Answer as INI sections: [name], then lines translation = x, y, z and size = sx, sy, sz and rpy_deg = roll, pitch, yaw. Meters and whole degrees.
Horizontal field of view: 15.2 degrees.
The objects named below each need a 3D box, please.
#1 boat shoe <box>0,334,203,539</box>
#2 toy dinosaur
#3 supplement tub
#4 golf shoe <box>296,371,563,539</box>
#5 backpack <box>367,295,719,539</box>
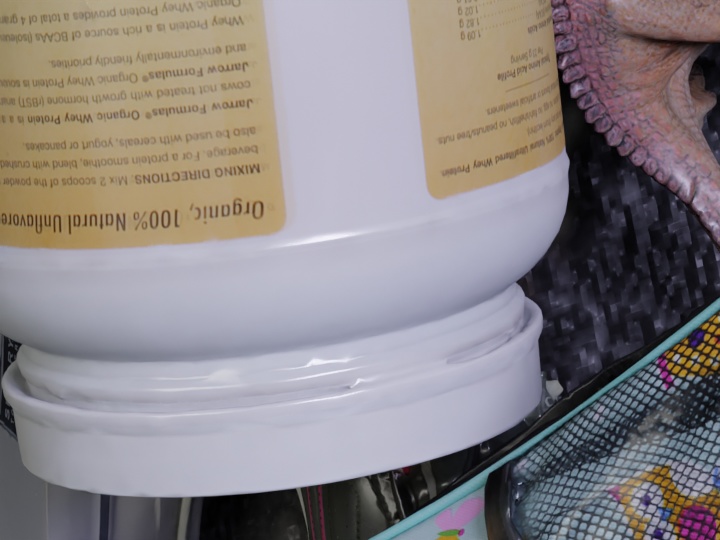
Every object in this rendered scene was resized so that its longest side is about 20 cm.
[boat shoe]
translation = -0.062, 0.006, 0.736
size = 0.072, 0.065, 0.201
rpy_deg = 34, 125, 52
[toy dinosaur]
translation = 0.075, -0.097, 0.651
size = 0.085, 0.135, 0.201
rpy_deg = 9, 87, 35
[supplement tub]
translation = -0.029, -0.063, 0.602
size = 0.144, 0.144, 0.201
rpy_deg = 1, 103, 35
[golf shoe]
translation = 0.000, 0.000, 0.725
size = 0.088, 0.077, 0.201
rpy_deg = -20, 71, 38
[backpack]
translation = 0.084, 0.097, 0.587
size = 0.199, 0.175, 0.154
rpy_deg = -26, 65, 31
